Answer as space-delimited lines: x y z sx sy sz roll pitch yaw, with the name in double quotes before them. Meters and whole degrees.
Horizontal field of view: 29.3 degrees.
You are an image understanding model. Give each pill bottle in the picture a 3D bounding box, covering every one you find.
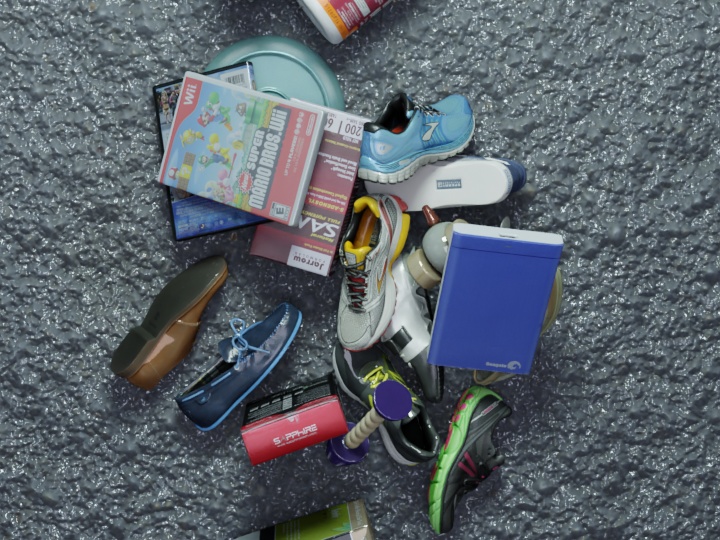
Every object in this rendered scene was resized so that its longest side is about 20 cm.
"pill bottle" 0.012 -0.382 1.700 0.199 0.110 0.110 -38 96 1

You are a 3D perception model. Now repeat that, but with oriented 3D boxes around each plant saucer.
"plant saucer" -0.117 -0.199 1.753 0.198 0.027 0.203 0 95 -3

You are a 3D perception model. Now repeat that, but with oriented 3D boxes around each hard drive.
"hard drive" 0.160 0.037 1.661 0.130 0.025 0.202 6 127 -4

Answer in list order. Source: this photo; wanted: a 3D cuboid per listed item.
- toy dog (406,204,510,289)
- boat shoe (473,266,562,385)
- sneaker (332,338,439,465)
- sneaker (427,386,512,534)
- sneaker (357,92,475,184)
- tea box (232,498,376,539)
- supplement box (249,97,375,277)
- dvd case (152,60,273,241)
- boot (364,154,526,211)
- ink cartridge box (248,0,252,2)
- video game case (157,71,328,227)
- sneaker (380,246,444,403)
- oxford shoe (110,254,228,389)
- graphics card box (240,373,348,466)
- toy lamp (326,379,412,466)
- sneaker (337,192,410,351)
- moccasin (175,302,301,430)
"toy dog" 0.131 -0.027 1.731 0.131 0.200 0.097 -24 64 11
"boat shoe" 0.194 0.063 1.729 0.073 0.063 0.202 43 134 24
"sneaker" 0.041 0.161 1.760 0.074 0.084 0.201 -40 102 -22
"sneaker" 0.142 0.253 1.787 0.083 0.077 0.202 21 95 -1
"sneaker" 0.073 -0.179 1.693 0.078 0.199 0.091 15 125 36
"tea box" -0.055 0.429 1.763 0.195 0.134 0.202 -16 97 -1
"supplement box" -0.060 -0.104 1.715 0.108 0.061 0.202 16 97 5
"dvd case" -0.184 -0.147 1.714 0.141 0.018 0.202 -11 85 23
"boot" 0.110 -0.113 1.757 0.198 0.090 0.074 6 101 25
"ink cartridge box" -0.084 -0.426 1.673 0.200 0.147 0.083 -40 97 2
"video game case" -0.146 -0.150 1.678 0.198 0.017 0.145 18 96 22
"sneaker" 0.055 0.078 1.770 0.088 0.074 0.202 -15 85 6
"oxford shoe" -0.231 0.067 1.762 0.200 0.071 0.071 -49 125 1
"graphics card box" -0.082 0.182 1.704 0.124 0.200 0.051 -20 96 -2
"toy lamp" 0.005 0.196 1.722 0.058 0.200 0.059 11 59 -19
"sneaker" 0.000 0.000 1.714 0.077 0.082 0.202 8 89 33
"moccasin" -0.157 0.116 1.751 0.068 0.080 0.200 40 91 -18
